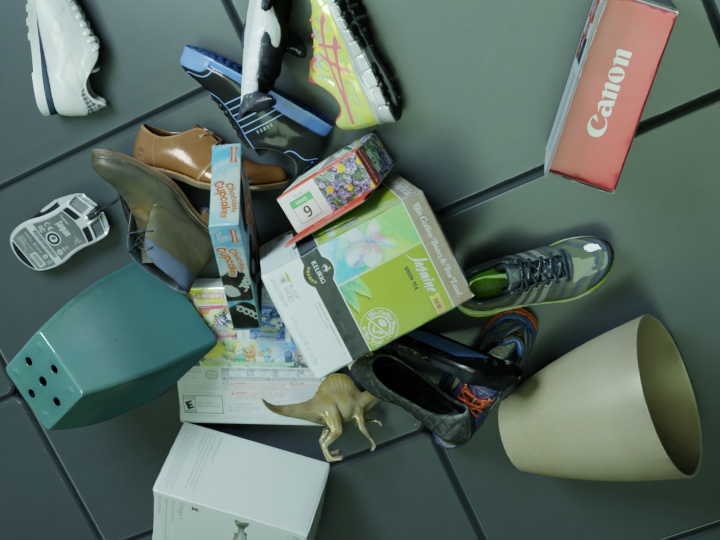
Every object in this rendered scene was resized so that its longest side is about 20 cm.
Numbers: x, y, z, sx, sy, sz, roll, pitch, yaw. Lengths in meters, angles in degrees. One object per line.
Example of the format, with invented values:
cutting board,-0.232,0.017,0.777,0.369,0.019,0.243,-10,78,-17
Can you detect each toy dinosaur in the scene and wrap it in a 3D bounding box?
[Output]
toy dinosaur,-0.036,0.179,1.491,0.198,0.058,0.102,-8,92,-28

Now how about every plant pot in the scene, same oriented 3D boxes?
plant pot,-0.307,0.097,1.440,0.141,0.200,0.142,-41,82,36
plant pot,0.269,0.169,1.414,0.199,0.187,0.188,-19,103,29

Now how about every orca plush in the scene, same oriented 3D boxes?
orca plush,-0.089,-0.254,1.350,0.070,0.201,0.106,11,139,-16

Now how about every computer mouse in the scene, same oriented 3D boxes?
computer mouse,-0.350,-0.066,1.500,0.199,0.044,0.110,-24,116,23

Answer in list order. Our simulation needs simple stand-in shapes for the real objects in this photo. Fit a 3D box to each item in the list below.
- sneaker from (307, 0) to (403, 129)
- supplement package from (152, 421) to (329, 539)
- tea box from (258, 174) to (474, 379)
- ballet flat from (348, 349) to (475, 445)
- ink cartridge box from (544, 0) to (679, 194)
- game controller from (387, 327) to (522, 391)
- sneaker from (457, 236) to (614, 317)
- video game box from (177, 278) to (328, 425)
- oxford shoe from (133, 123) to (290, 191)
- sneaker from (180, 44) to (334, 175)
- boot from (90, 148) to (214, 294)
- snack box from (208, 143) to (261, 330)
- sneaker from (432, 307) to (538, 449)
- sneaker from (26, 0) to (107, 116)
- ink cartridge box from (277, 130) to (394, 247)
sneaker,-0.030,-0.248,1.378,0.090,0.078,0.201,-19,100,25
supplement package,-0.151,0.294,1.530,0.198,0.118,0.118,15,132,5
tea box,0.000,0.000,1.360,0.196,0.200,0.134,-28,101,0
ballet flat,0.062,0.138,1.458,0.199,0.066,0.057,32,137,30
ink cartridge box,0.263,-0.194,1.288,0.083,0.176,0.202,17,110,4
game controller,0.090,0.092,1.404,0.199,0.104,0.042,20,91,45
sneaker,0.197,0.009,1.405,0.198,0.081,0.075,-19,82,14
video game box,-0.136,0.101,1.521,0.198,0.047,0.184,0,110,9
oxford shoe,-0.178,-0.134,1.444,0.198,0.071,0.072,11,102,7
sneaker,-0.132,-0.187,1.417,0.199,0.070,0.078,30,103,-1
boot,-0.248,-0.057,1.422,0.200,0.098,0.074,36,157,-33
snack box,-0.141,-0.035,1.391,0.037,0.117,0.201,-4,144,1
sneaker,0.142,0.135,1.465,0.075,0.078,0.201,28,110,1
sneaker,-0.349,-0.283,1.432,0.080,0.077,0.202,-3,112,-1
ink cartridge box,-0.032,-0.094,1.358,0.108,0.200,0.051,-30,99,17
